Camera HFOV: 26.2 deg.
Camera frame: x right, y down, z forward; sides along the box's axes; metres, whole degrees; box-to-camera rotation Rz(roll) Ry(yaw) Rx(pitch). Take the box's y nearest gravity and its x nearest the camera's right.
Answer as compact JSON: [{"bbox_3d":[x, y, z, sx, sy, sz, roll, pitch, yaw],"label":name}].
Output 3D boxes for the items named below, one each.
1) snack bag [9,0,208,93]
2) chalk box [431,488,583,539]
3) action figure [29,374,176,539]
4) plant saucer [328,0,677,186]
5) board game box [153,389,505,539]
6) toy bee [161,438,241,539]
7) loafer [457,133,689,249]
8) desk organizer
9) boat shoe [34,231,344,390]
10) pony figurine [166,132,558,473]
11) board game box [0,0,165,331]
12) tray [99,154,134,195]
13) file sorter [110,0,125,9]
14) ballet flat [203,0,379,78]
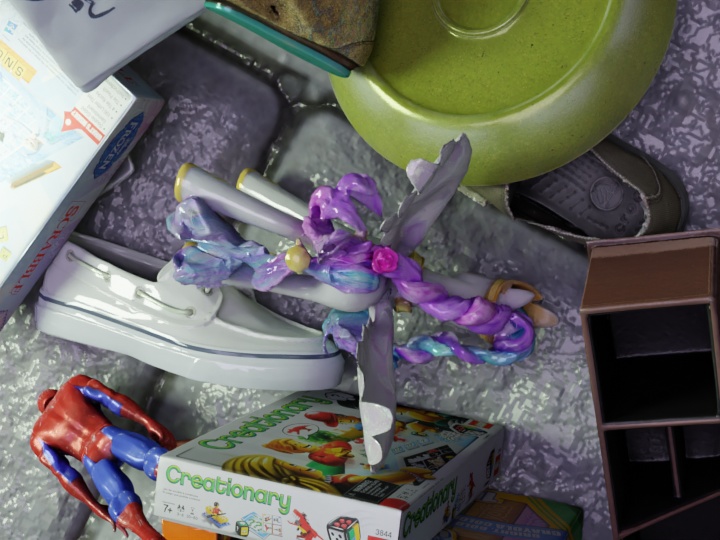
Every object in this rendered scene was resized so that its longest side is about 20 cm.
[{"bbox_3d":[-0.121,-0.200,0.774,0.187,0.021,0.201,-32,129,2],"label":"snack bag"},{"bbox_3d":[0.041,0.194,0.813,0.122,0.200,0.126,9,98,14],"label":"chalk box"},{"bbox_3d":[-0.140,0.110,0.890,0.199,0.052,0.066,29,84,49],"label":"action figure"},{"bbox_3d":[0.068,-0.146,0.826,0.198,0.031,0.203,-6,72,19],"label":"plant saucer"},{"bbox_3d":[-0.008,0.104,0.815,0.125,0.200,0.035,10,99,18],"label":"board game box"},{"bbox_3d":[-0.095,0.207,0.916,0.130,0.109,0.202,16,74,22],"label":"toy bee"},{"bbox_3d":[0.086,-0.068,0.844,0.198,0.070,0.076,25,101,12],"label":"loafer"},{"bbox_3d":[0.161,0.088,0.802,0.071,0.077,0.202,-5,113,16],"label":"desk organizer"},{"bbox_3d":[-0.102,0.021,0.902,0.198,0.073,0.068,11,99,15],"label":"boat shoe"},{"bbox_3d":[0.000,0.000,0.811,0.198,0.193,0.169,18,96,14],"label":"pony figurine"},{"bbox_3d":[-0.246,-0.087,0.920,0.200,0.041,0.200,43,105,14],"label":"board game box"},{"bbox_3d":[-0.222,-0.122,0.950,0.107,0.022,0.201,-30,87,15],"label":"tray"},{"bbox_3d":[-0.112,-0.261,0.835,0.125,0.139,0.200,32,108,-33],"label":"file sorter"},{"bbox_3d":[-0.074,-0.159,0.774,0.198,0.071,0.071,19,103,-29],"label":"ballet flat"}]
